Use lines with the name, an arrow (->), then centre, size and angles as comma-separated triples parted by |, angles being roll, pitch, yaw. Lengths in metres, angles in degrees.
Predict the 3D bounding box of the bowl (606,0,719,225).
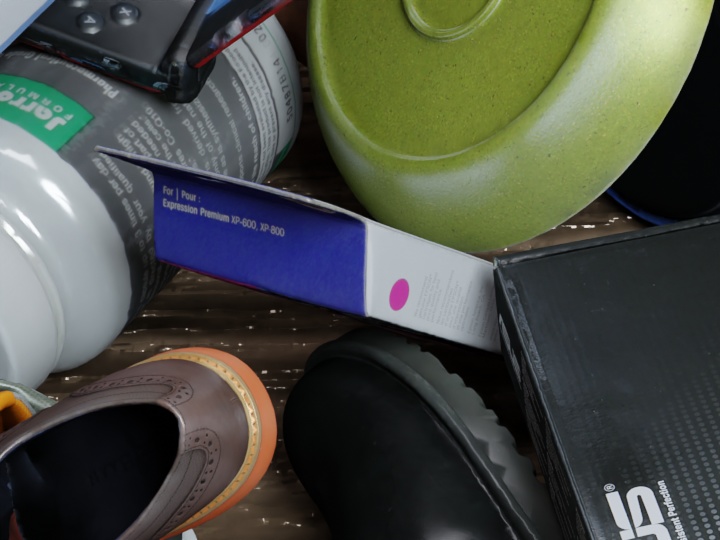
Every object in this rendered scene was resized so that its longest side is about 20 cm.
bowl -> 0.113, -0.109, 0.959 | 0.039, 0.201, 0.201 | -23, 42, -23

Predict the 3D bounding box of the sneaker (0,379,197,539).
sneaker -> -0.149, 0.065, 0.858 | 0.199, 0.080, 0.074 | 10, 42, 19

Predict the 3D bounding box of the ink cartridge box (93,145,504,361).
ink cartridge box -> 0.000, 0.000, 0.856 | 0.094, 0.037, 0.200 | 15, -4, 36

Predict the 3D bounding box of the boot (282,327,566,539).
boot -> -0.012, 0.110, 0.788 | 0.157, 0.080, 0.211 | -21, 42, -21

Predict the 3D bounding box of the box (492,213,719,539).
box -> 0.154, 0.052, 0.758 | 0.192, 0.048, 0.200 | -8, 38, -5

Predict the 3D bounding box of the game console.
game console -> -0.052, -0.176, 0.926 | 0.172, 0.119, 0.200 | 21, 53, 6

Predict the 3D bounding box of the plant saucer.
plant saucer -> 0.044, -0.108, 0.902 | 0.031, 0.201, 0.200 | 18, 19, -42

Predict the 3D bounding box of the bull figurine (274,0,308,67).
bull figurine -> -0.010, -0.111, 1.038 | 0.065, 0.200, 0.121 | -46, 4, 3

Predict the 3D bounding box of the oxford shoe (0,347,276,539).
oxford shoe -> -0.122, 0.087, 0.771 | 0.200, 0.073, 0.071 | -36, 82, 13

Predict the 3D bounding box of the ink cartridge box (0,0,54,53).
ink cartridge box -> -0.181, -0.170, 0.889 | 0.136, 0.076, 0.200 | -40, 65, 15

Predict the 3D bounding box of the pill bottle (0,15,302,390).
pill bottle -> -0.115, -0.033, 0.952 | 0.113, 0.114, 0.200 | 16, 42, 23
